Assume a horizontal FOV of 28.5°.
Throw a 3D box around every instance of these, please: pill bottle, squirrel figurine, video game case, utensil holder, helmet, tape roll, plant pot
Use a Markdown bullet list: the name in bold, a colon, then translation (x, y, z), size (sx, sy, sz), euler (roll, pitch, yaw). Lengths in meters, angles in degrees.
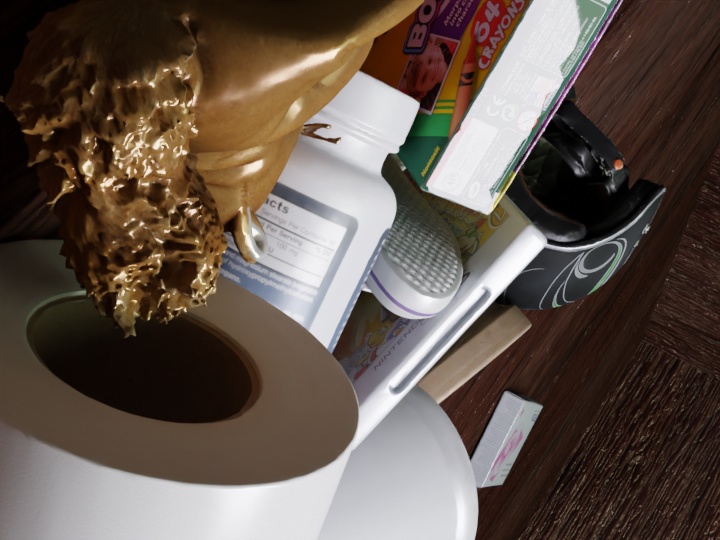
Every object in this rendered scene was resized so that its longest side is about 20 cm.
- **pill bottle**: translation (-0.048, -0.023, 0.806), size (0.201, 0.119, 0.120), euler (-64, 163, 5)
- **squirrel figurine**: translation (-0.082, -0.071, 0.648), size (0.200, 0.141, 0.187), euler (-51, 171, -31)
- **video game case**: translation (0.026, 0.005, 0.955), size (0.182, 0.023, 0.200), euler (-47, -156, 8)
- **utensil holder**: translation (-0.047, 0.169, 0.956), size (0.199, 0.170, 0.171), euler (-12, 130, -45)
- **helmet**: translation (0.160, -0.060, 1.254), size (0.201, 0.199, 0.191), euler (-57, 178, -18)
- **tape roll**: translation (-0.115, 0.094, 0.646), size (0.202, 0.202, 0.140), euler (-27, 141, -62)
- **plant pot**: translation (0.042, 0.076, 1.213), size (0.200, 0.093, 0.201), euler (-39, 175, -4)

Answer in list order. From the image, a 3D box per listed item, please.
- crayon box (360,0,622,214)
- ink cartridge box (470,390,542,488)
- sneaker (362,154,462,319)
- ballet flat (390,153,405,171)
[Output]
- **crayon box**: translation (0.075, -0.163, 0.842), size (0.058, 0.173, 0.201), euler (18, 113, -31)
- **ink cartridge box**: translation (0.209, 0.284, 2.177), size (0.201, 0.043, 0.196), euler (-64, 164, 1)
- **sneaker**: translation (0.001, 0.000, 0.921), size (0.115, 0.072, 0.201), euler (-62, -155, 21)
- **ballet flat**: translation (0.027, -0.020, 1.128), size (0.072, 0.071, 0.200), euler (-55, 162, -23)
